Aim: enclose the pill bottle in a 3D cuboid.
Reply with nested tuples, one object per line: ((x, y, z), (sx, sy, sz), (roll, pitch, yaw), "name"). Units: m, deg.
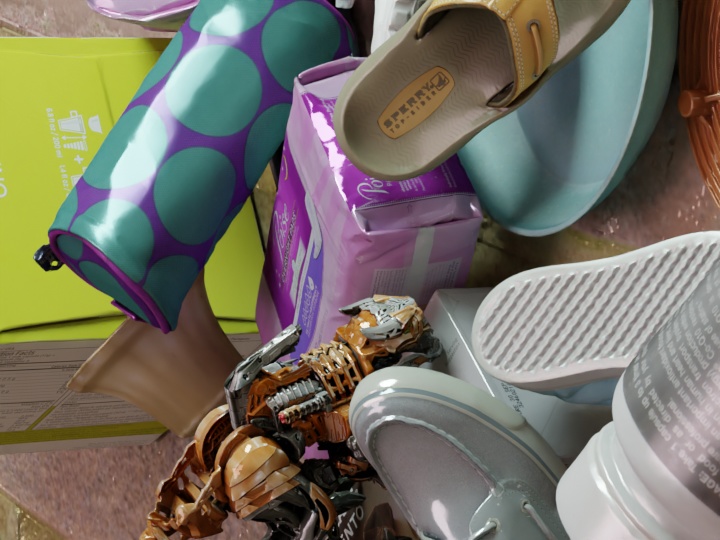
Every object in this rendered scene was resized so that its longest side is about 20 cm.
((0.175, 0.048, 1.161), (0.200, 0.114, 0.114), (-52, 47, 26), "pill bottle")

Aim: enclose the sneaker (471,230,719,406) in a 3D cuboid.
((0.153, 0.026, 1.295), (0.200, 0.082, 0.074), (0, 79, 37), "sneaker")

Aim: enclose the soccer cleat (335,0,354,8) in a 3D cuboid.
((-0.021, -0.210, 1.570), (0.200, 0.068, 0.085), (-128, 38, -52), "soccer cleat")

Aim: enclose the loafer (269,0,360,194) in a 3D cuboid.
((-0.037, -0.107, 1.602), (0.072, 0.063, 0.200), (-54, 46, 45), "loafer")

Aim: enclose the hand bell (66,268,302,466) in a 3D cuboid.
((-0.055, 0.096, 1.576), (0.200, 0.104, 0.104), (44, 140, 0), "hand bell")

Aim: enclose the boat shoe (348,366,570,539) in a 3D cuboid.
((0.069, 0.127, 1.315), (0.070, 0.201, 0.072), (-34, 21, 32), "boat shoe")

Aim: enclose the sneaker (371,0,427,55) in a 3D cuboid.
((0.039, -0.160, 1.409), (0.099, 0.078, 0.201), (178, 102, -69), "sneaker")

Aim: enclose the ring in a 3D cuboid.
((0.197, -0.098, 1.254), (0.200, 0.019, 0.201), (5, 96, 59), "ring")

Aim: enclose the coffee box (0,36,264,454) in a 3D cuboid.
((-0.194, -0.013, 1.736), (0.198, 0.200, 0.200), (-41, 57, 52), "coffee box")

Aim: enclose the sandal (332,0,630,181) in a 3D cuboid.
((0.057, -0.111, 1.311), (0.080, 0.054, 0.200), (45, 114, 1), "sandal")

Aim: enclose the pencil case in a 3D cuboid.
((-0.084, -0.068, 1.509), (0.085, 0.200, 0.092), (27, 162, 17), "pencil case")

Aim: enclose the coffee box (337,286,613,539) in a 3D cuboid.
((0.053, 0.117, 1.442), (0.113, 0.080, 0.200), (62, 140, 35), "coffee box")

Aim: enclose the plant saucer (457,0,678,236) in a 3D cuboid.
((0.101, -0.116, 1.391), (0.200, 0.036, 0.201), (-6, 83, 62), "plant saucer")

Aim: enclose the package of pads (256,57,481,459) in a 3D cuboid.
((0.000, 0.000, 1.479), (0.200, 0.075, 0.121), (101, 153, -47), "package of pads")

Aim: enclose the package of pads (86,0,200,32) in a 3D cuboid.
((-0.113, -0.199, 1.636), (0.200, 0.075, 0.121), (-37, -57, -85), "package of pads")

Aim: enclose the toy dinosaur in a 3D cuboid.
((-0.041, 0.096, 1.381), (0.200, 0.136, 0.102), (-27, 40, 10), "toy dinosaur")
